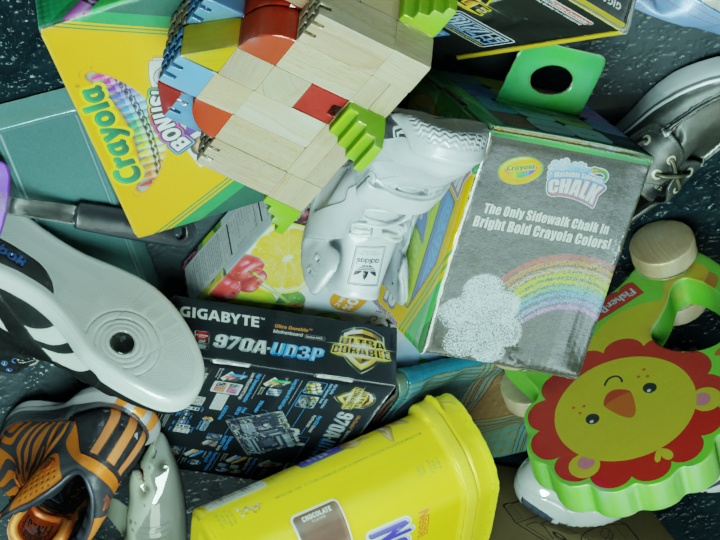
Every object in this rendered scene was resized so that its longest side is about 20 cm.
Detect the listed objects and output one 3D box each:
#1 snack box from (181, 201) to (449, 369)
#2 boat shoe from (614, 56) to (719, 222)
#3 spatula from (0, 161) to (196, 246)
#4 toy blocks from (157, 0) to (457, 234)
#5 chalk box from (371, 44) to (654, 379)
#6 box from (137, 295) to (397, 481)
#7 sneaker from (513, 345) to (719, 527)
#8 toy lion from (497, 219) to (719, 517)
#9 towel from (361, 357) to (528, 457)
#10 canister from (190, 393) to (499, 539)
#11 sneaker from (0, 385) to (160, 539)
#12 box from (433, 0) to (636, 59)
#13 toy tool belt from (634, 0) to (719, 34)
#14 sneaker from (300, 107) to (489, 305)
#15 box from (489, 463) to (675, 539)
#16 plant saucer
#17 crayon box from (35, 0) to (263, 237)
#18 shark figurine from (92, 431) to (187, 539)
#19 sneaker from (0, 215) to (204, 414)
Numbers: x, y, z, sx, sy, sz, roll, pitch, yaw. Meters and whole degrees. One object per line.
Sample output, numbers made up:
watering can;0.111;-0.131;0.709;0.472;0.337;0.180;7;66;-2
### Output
snack box;0.000;0.000;1.837;0.199;0.053;0.142;20;131;-32
boat shoe;0.191;-0.068;1.804;0.200;0.057;0.069;-34;134;23
spatula;-0.196;-0.038;1.740;0.199;0.021;0.057;8;92;-31
toy blocks;-0.053;-0.121;1.581;0.136;0.100;0.200;24;136;-20
chalk box;0.095;-0.052;1.722;0.124;0.124;0.201;10;107;-26
box;-0.076;0.088;1.866;0.158;0.046;0.200;9;153;-12
sneaker;0.211;0.111;1.989;0.198;0.080;0.130;-6;131;-12
toy lion;0.191;0.075;1.821;0.199;0.192;0.069;-32;133;-14
towel;0.087;0.100;1.945;0.199;0.022;0.147;-9;148;-28
canister;-0.014;0.180;1.860;0.199;0.087;0.149;-22;150;-18
sneaker;-0.221;0.149;1.867;0.077;0.112;0.200;38;148;-13
box;0.040;-0.190;1.576;0.199;0.050;0.159;26;164;-34
toy tool belt;0.200;-0.184;1.632;0.199;0.125;0.123;17;123;-28
sneaker;0.019;-0.038;1.654;0.075;0.116;0.200;7;179;-21
box;0.156;0.198;2.007;0.199;0.164;0.021;13;112;-30
plant saucer;-0.188;-0.041;1.774;0.069;0.019;0.201;-14;138;2
crayon box;-0.116;-0.118;1.674;0.118;0.059;0.201;-16;139;4
shark figurine;-0.143;0.206;1.933;0.089;0.129;0.215;1;160;-17
sneaker;-0.189;0.044;1.775;0.200;0.073;0.112;37;145;12
